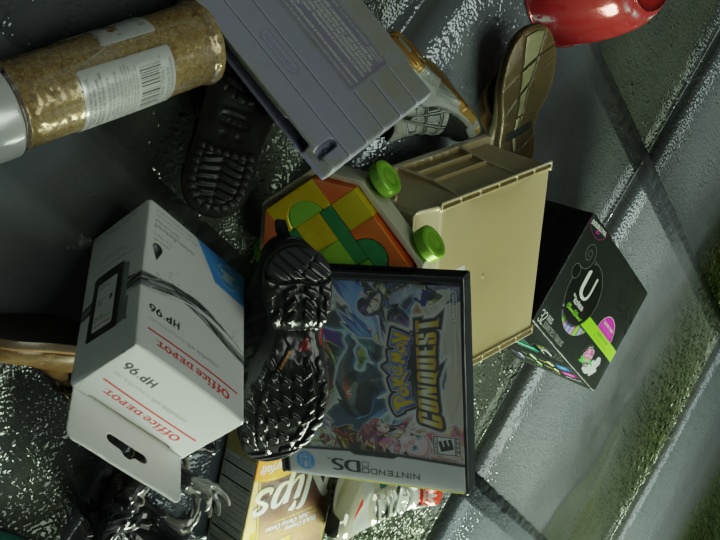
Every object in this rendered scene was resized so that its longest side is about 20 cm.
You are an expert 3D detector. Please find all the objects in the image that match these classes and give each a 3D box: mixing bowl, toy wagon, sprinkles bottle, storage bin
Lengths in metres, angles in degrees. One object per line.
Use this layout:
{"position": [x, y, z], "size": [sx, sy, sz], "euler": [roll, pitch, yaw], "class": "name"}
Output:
{"position": [0.283, -0.341, 1.152], "size": [0.200, 0.108, 0.201], "euler": [-22, 122, -40], "class": "mixing bowl"}
{"position": [0.000, 0.000, 0.920], "size": [0.200, 0.155, 0.040], "euler": [54, 32, -9], "class": "toy wagon"}
{"position": [-0.194, -0.138, 0.747], "size": [0.200, 0.068, 0.068], "euler": [-29, 125, -35], "class": "sprinkles bottle"}
{"position": [0.089, -0.008, 1.029], "size": [0.198, 0.094, 0.200], "euler": [-22, 126, -39], "class": "storage bin"}

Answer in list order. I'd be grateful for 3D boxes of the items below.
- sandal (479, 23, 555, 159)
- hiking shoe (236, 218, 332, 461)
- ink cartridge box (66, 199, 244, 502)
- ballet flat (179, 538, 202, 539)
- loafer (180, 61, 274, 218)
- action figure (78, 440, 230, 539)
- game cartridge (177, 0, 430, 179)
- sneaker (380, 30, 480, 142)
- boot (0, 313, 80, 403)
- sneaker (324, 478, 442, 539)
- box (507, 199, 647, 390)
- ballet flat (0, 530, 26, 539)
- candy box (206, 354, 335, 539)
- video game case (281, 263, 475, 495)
{"position": [0.162, -0.178, 1.137], "size": [0.080, 0.054, 0.200], "euler": [-27, 139, -31], "class": "sandal"}
{"position": [-0.065, 0.061, 0.870], "size": [0.076, 0.101, 0.200], "euler": [7, 110, -15], "class": "hiking shoe"}
{"position": [-0.147, 0.057, 0.777], "size": [0.068, 0.200, 0.116], "euler": [-31, 129, 21], "class": "ink cartridge box"}
{"position": [-0.152, 0.294, 0.976], "size": [0.072, 0.072, 0.200], "euler": [-50, 143, -20], "class": "ballet flat"}
{"position": [-0.106, -0.135, 0.858], "size": [0.073, 0.071, 0.200], "euler": [26, 73, -16], "class": "loafer"}
{"position": [-0.164, 0.180, 0.883], "size": [0.102, 0.119, 0.200], "euler": [44, 61, -11], "class": "action figure"}
{"position": [-0.047, -0.186, 0.836], "size": [0.130, 0.038, 0.200], "euler": [-41, 93, -33], "class": "game cartridge"}
{"position": [0.048, -0.163, 1.014], "size": [0.088, 0.076, 0.200], "euler": [-42, 151, 14], "class": "sneaker"}
{"position": [-0.220, 0.080, 0.816], "size": [0.200, 0.074, 0.076], "euler": [17, 100, -52], "class": "boot"}
{"position": [0.036, 0.226, 1.092], "size": [0.200, 0.093, 0.071], "euler": [-36, 139, -61], "class": "sneaker"}
{"position": [0.230, 0.026, 1.237], "size": [0.200, 0.124, 0.149], "euler": [42, 75, -46], "class": "box"}
{"position": [-0.258, 0.266, 0.856], "size": [0.200, 0.068, 0.068], "euler": [33, 90, -48], "class": "ballet flat"}
{"position": [-0.076, 0.182, 1.022], "size": [0.115, 0.055, 0.201], "euler": [2, 103, -47], "class": "candy box"}
{"position": [0.009, 0.094, 0.910], "size": [0.025, 0.180, 0.201], "euler": [-39, 129, -63], "class": "video game case"}
